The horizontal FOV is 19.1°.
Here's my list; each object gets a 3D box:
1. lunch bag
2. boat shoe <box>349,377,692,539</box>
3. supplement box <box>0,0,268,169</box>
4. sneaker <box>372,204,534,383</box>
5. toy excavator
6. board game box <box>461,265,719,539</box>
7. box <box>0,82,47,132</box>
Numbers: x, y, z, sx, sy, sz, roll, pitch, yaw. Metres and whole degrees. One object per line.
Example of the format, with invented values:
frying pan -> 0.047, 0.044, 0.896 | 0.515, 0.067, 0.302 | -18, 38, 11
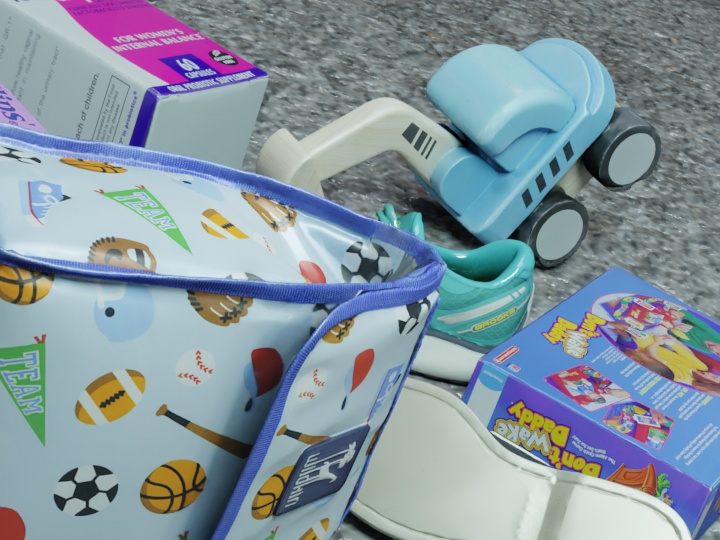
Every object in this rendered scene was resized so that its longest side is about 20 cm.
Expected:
lunch bag -> -0.078, 0.049, 0.836 | 0.199, 0.171, 0.124 | 9, 29, -27
boat shoe -> 0.056, 0.109, 0.989 | 0.199, 0.073, 0.063 | 22, -20, 14
supplement box -> -0.165, -0.101, 1.171 | 0.199, 0.104, 0.101 | 31, 26, 24
sneaker -> 0.000, 0.000, 1.119 | 0.199, 0.080, 0.078 | 9, 27, -25
toy excavator -> 0.054, -0.078, 1.284 | 0.200, 0.195, 0.100 | 38, 6, -45
board game box -> 0.150, 0.070, 1.139 | 0.134, 0.045, 0.200 | 30, 25, 18
box -> -0.233, -0.023, 0.952 | 0.199, 0.097, 0.176 | 1, 31, -40
